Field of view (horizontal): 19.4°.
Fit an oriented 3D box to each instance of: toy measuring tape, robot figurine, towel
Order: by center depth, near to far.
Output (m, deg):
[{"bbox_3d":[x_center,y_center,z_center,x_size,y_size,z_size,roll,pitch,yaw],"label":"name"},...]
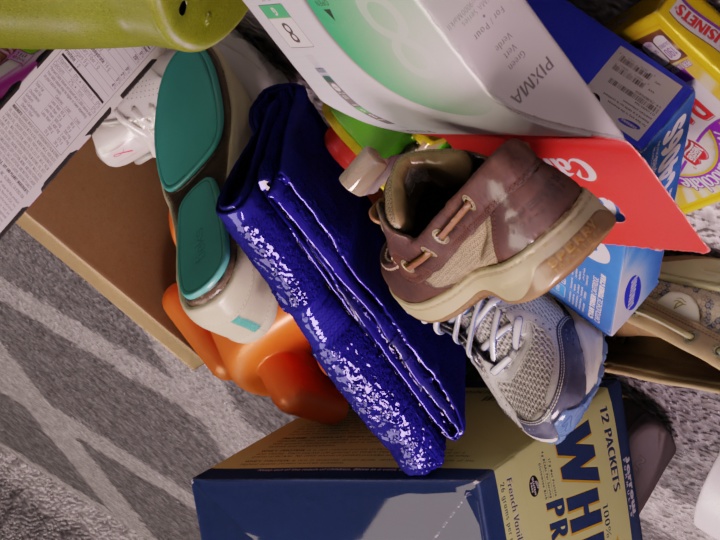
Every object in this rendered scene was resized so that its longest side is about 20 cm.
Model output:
[{"bbox_3d":[0.004,-0.077,1.101,0.073,0.074,0.200,33,-166,8],"label":"toy measuring tape"},{"bbox_3d":[0.000,0.000,1.166,0.049,0.148,0.201,-25,115,22],"label":"towel"},{"bbox_3d":[-0.051,-0.003,1.305,0.201,0.116,0.144,65,152,27],"label":"robot figurine"}]

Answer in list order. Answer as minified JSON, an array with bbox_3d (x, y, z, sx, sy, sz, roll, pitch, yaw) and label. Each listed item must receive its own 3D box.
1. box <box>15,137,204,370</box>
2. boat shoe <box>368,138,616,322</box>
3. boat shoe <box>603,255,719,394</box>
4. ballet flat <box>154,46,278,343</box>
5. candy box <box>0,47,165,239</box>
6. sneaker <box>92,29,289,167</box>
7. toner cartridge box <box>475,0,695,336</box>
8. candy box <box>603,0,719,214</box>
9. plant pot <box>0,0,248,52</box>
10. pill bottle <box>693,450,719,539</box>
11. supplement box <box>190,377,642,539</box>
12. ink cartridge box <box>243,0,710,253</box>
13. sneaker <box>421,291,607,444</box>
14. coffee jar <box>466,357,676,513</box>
[{"bbox_3d":[-0.148,-0.056,1.381,0.200,0.164,0.021,41,140,-17],"label":"box"},{"bbox_3d":[0.043,-0.026,0.930,0.072,0.072,0.200,47,169,-9],"label":"boat shoe"},{"bbox_3d":[0.141,0.029,1.158,0.199,0.063,0.073,0,139,46],"label":"boat shoe"},{"bbox_3d":[-0.076,-0.043,1.183,0.069,0.201,0.070,-4,141,-3],"label":"ballet flat"},{"bbox_3d":[-0.206,-0.112,1.264,0.136,0.200,0.061,11,146,51],"label":"candy box"},{"bbox_3d":[-0.116,-0.100,1.298,0.199,0.100,0.078,14,153,51],"label":"sneaker"},{"bbox_3d":[0.103,-0.049,1.012,0.095,0.043,0.200,38,162,19],"label":"toner cartridge box"},{"bbox_3d":[0.140,-0.072,0.998,0.102,0.026,0.200,38,163,-8],"label":"candy box"},{"bbox_3d":[-0.145,-0.189,1.009,0.191,0.202,0.201,16,157,21],"label":"plant pot"},{"bbox_3d":[0.291,0.155,1.167,0.199,0.111,0.111,29,162,22],"label":"pill bottle"},{"bbox_3d":[0.041,0.158,1.275,0.199,0.199,0.136,-3,102,31],"label":"supplement box"},{"bbox_3d":[0.045,-0.071,0.941,0.200,0.050,0.161,53,161,-21],"label":"ink cartridge box"},{"bbox_3d":[0.061,0.018,1.128,0.085,0.077,0.200,16,-152,-31],"label":"sneaker"},{"bbox_3d":[0.107,0.107,1.409,0.199,0.105,0.085,28,169,28],"label":"coffee jar"}]
